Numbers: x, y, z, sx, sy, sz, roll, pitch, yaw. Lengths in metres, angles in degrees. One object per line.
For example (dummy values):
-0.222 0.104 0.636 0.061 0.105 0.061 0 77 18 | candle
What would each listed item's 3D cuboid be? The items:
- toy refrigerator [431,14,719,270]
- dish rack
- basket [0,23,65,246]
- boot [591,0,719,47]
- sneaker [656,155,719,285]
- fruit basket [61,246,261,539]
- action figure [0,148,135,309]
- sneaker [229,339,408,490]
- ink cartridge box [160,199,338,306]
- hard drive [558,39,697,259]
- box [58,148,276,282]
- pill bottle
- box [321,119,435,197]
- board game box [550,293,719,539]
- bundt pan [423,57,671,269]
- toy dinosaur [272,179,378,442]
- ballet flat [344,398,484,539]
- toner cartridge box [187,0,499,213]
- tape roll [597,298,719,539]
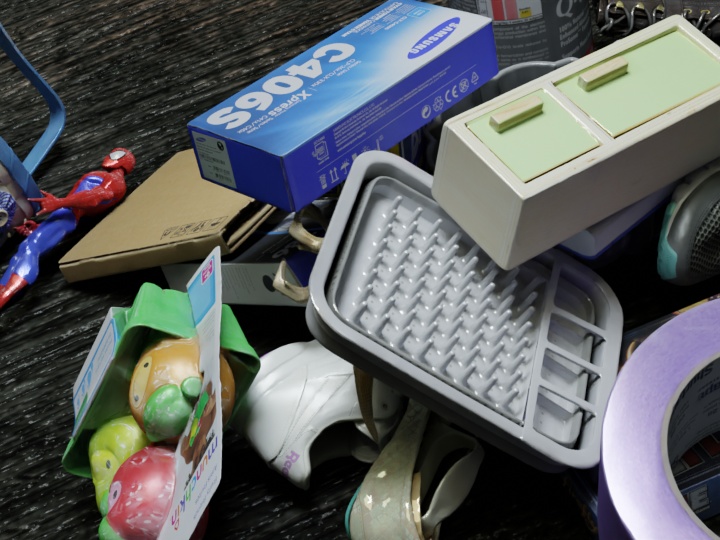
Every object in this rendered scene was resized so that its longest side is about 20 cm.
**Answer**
0.146 -0.085 0.899 0.199 0.070 0.076 -27 57 -26 | toy refrigerator
0.060 0.028 0.870 0.199 0.044 0.172 31 41 -10 | dish rack
-0.326 -0.102 1.177 0.138 0.177 0.201 8 62 28 | basket
0.268 -0.186 1.136 0.172 0.070 0.201 4 27 -8 | boot
0.279 -0.038 0.959 0.199 0.078 0.091 -27 37 -29 | sneaker
-0.125 0.110 0.861 0.093 0.186 0.201 21 34 -15 | fruit basket
-0.244 -0.034 1.152 0.200 0.052 0.065 -47 6 -36 | action figure
0.011 0.072 0.953 0.199 0.075 0.100 -32 61 -22 | sneaker
-0.048 -0.013 1.026 0.099 0.040 0.199 -36 23 -35 | ink cartridge box
0.167 -0.088 0.987 0.131 0.026 0.199 28 50 36 | hard drive
-0.121 -0.056 1.113 0.199 0.021 0.164 -9 30 44 | box
0.124 -0.238 1.171 0.115 0.201 0.116 -9 39 7 | pill bottle
0.025 -0.111 1.097 0.064 0.071 0.200 -1 16 17 | box
0.207 0.083 0.889 0.198 0.035 0.136 -22 39 -9 | board game box
0.147 -0.071 1.055 0.200 0.076 0.203 -5 39 4 | bundt pan
0.000 0.000 0.914 0.100 0.058 0.201 18 50 -1 | toy dinosaur
0.058 0.097 0.893 0.062 0.068 0.201 -4 46 39 | ballet flat
-0.008 -0.114 0.957 0.095 0.044 0.199 22 47 40 | toner cartridge box
0.225 0.115 0.769 0.198 0.085 0.202 -4 52 5 | tape roll
